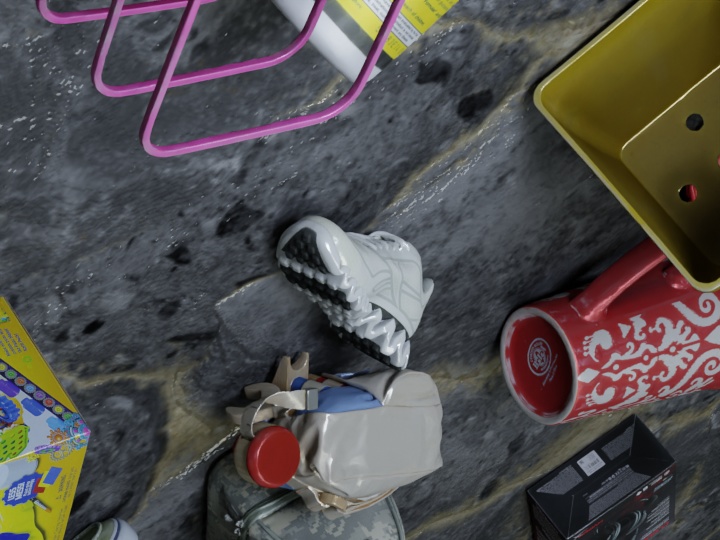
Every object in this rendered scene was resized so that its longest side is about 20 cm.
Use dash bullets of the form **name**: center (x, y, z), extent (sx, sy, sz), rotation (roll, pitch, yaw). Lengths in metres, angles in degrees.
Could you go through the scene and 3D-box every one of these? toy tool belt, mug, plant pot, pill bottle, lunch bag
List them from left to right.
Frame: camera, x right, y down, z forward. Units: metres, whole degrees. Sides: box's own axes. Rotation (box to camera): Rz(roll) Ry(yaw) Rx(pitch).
- **toy tool belt**: center (-0.040, 0.128, 1.512), extent (0.200, 0.123, 0.125), rotation (-6, 99, -40)
- **lunch bag**: center (-0.037, 0.240, 1.633), extent (0.139, 0.168, 0.200), rotation (-26, 150, -24)
- **pill bottle**: center (0.036, -0.209, 1.092), extent (0.200, 0.112, 0.112), rotation (-41, 153, 7)
- **mug**: center (0.232, 0.043, 1.739), extent (0.200, 0.133, 0.178), rotation (-14, 107, -32)
- **plant pot**: center (0.276, -0.103, 1.481), extent (0.200, 0.200, 0.176), rotation (-40, 164, 3)

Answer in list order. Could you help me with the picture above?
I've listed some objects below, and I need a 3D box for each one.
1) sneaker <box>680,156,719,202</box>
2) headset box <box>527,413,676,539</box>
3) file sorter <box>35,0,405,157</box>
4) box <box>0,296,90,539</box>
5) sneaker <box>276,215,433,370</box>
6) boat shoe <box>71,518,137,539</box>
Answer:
- **sneaker**: center (0.329, -0.109, 1.646), extent (0.115, 0.078, 0.200), rotation (-14, 143, -41)
- **headset box**: center (0.268, 0.264, 2.143), extent (0.149, 0.077, 0.200), rotation (-33, 151, -11)
- **file sorter**: center (-0.085, -0.167, 0.917), extent (0.139, 0.200, 0.125), rotation (-16, 148, -37)
- **box**: center (-0.295, 0.146, 1.227), extent (0.192, 0.122, 0.200), rotation (-19, 147, -32)
- **sneaker**: center (0.000, 0.000, 1.432), extent (0.081, 0.075, 0.200), rotation (-56, 152, -10)
- **boat shoe**: center (-0.258, 0.263, 1.512), extent (0.200, 0.062, 0.072), rotation (-47, -161, -12)
